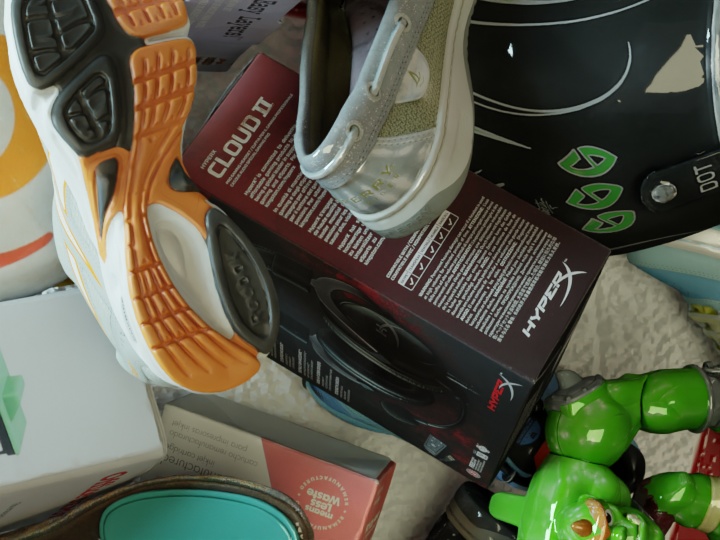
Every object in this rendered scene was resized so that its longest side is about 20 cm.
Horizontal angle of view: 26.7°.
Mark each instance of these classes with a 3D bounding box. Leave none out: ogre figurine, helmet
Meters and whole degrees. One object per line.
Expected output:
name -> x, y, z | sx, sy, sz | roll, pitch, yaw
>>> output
ogre figurine -> 0.130, 0.134, 0.734 | 0.119, 0.098, 0.201 | 16, 102, -17
helmet -> 0.101, -0.103, 0.716 | 0.190, 0.200, 0.202 | 1, 92, 31

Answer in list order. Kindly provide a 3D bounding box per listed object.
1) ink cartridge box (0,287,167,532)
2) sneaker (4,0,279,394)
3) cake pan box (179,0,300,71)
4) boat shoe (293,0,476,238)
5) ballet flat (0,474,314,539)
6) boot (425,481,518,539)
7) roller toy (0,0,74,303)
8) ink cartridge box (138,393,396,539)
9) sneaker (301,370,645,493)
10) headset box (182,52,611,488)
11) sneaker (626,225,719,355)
ink cartridge box -> -0.204, 0.078, 0.668 | 0.199, 0.145, 0.084 | -10, 77, -28
sneaker -> -0.104, -0.042, 0.609 | 0.075, 0.092, 0.201 | -16, 89, -32
cake pan box -> -0.060, -0.192, 0.643 | 0.052, 0.200, 0.186 | -3, 89, -16
boat shoe -> 0.004, -0.110, 0.628 | 0.065, 0.074, 0.203 | 30, 49, -38
ballet flat -> -0.114, 0.132, 0.709 | 0.199, 0.067, 0.069 | -11, 93, 9
boot -> 0.079, 0.228, 0.840 | 0.203, 0.074, 0.154 | 42, 94, -21
roller toy -> -0.185, -0.084, 0.678 | 0.199, 0.140, 0.184 | 9, 103, -25
ink cartridge box -> -0.069, 0.176, 0.771 | 0.116, 0.067, 0.201 | 18, 95, 8
sneaker -> 0.066, 0.069, 0.795 | 0.199, 0.090, 0.079 | 18, 95, -16
headset box -> 0.000, 0.000, 0.701 | 0.199, 0.149, 0.077 | 29, 66, 9
sneaker -> 0.217, 0.050, 0.837 | 0.199, 0.080, 0.131 | 21, 92, -16
